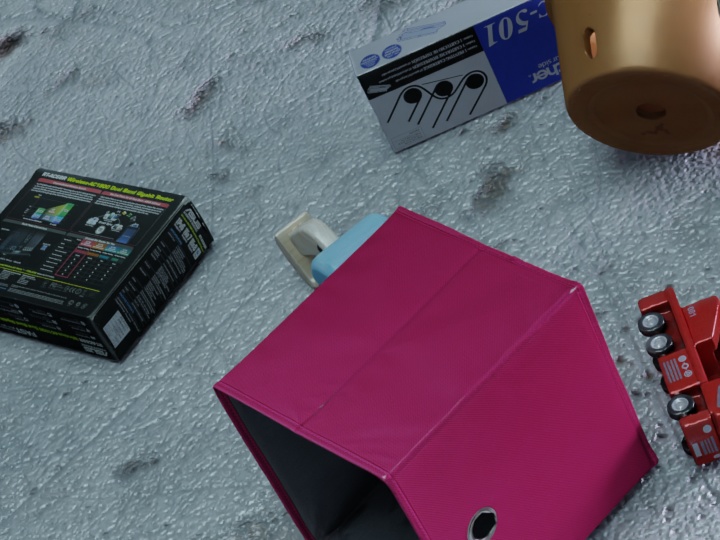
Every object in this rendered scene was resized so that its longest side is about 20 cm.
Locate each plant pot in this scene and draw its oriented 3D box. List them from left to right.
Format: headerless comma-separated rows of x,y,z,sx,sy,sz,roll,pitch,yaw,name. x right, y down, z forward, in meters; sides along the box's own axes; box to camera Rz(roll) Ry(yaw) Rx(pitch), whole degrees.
0.243,-0.186,1.848,0.200,0.200,0.140,-5,61,26,plant pot

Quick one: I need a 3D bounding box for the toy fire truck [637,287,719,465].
0.280,0.043,1.674,0.141,0.049,0.200,-21,40,8,toy fire truck

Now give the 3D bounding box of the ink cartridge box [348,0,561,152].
0.100,-0.187,1.991,0.200,0.094,0.044,-24,40,6,ink cartridge box

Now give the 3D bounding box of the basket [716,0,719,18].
0.361,-0.138,1.703,0.136,0.200,0.180,-21,39,10,basket

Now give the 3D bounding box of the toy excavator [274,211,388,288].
0.000,0.000,1.832,0.100,0.194,0.200,-37,68,-11,toy excavator

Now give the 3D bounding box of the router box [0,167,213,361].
-0.252,-0.009,2.029,0.200,0.062,0.150,12,55,39,router box

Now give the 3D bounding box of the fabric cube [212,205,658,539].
0.057,0.111,1.618,0.199,0.196,0.200,-43,41,-20,fabric cube
